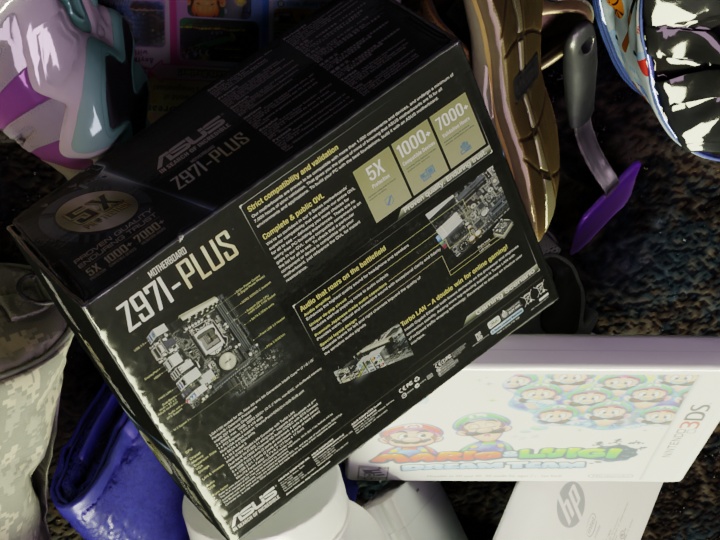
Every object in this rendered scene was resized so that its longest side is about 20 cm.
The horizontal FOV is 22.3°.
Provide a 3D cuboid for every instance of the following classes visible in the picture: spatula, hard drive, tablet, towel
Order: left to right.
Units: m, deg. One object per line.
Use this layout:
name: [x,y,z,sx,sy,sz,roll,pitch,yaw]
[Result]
towel: [-0.087,0.121,1.032,0.148,0.050,0.200,-56,137,-22]
hard drive: [0.062,0.217,1.081,0.026,0.132,0.200,-26,89,14]
tablet: [0.134,0.152,1.114,0.130,0.014,0.200,46,59,-37]
spatula: [0.124,-0.069,0.978,0.057,0.021,0.200,-45,149,-15]

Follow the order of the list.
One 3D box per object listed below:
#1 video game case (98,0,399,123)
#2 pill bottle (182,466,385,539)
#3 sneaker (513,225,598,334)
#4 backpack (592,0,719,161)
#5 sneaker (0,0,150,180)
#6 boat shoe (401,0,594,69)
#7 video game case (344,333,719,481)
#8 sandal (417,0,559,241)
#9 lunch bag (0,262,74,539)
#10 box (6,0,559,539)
video game case: [-0.080,-0.145,0.858,0.200,0.024,0.182,3,126,-1]
pill bottle: [-0.030,0.195,0.992,0.112,0.112,0.200,-18,121,-6]
sneaker: [0.053,0.007,1.037,0.200,0.075,0.116,26,100,-32]
backpack: [0.211,-0.152,0.913,0.190,0.154,0.200,-23,121,-10]
sneaker: [-0.182,-0.100,0.829,0.140,0.078,0.200,-11,118,13]
boat shoe: [0.025,-0.098,0.944,0.200,0.063,0.073,-34,128,7]
video game case: [0.094,0.078,0.991,0.200,0.024,0.182,1,156,-2]
sandal: [0.057,-0.108,0.885,0.054,0.080,0.200,-1,111,24]
lunch bag: [-0.235,0.094,0.949,0.168,0.139,0.200,-8,131,-27]
box: [-0.029,-0.003,0.835,0.200,0.086,0.164,-37,131,-12]
